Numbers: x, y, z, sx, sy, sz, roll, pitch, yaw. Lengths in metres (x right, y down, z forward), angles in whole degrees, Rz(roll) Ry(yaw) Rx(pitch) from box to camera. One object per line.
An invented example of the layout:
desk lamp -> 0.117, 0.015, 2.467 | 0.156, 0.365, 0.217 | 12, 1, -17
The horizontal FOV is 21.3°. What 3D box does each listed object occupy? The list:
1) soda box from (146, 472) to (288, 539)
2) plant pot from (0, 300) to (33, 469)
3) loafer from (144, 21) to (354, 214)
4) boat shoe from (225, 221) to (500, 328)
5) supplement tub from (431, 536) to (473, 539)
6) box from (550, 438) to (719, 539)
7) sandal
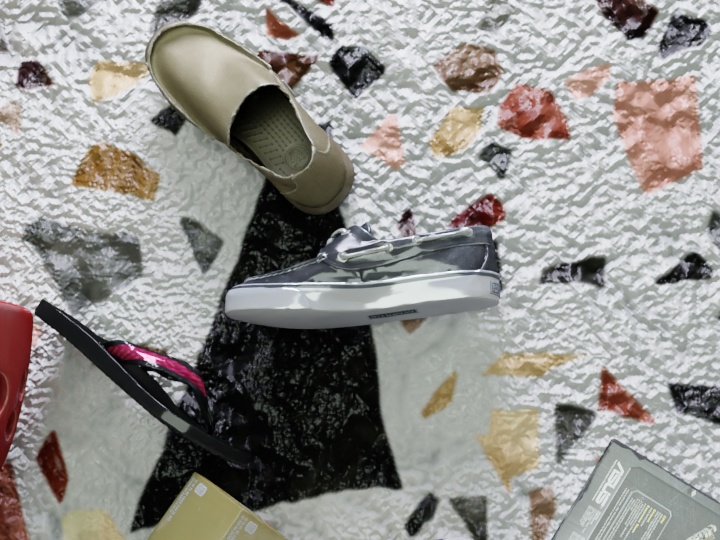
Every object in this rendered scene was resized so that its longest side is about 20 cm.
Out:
soda box -> -0.137, 0.247, 1.332 | 0.064, 0.068, 0.201 | 28, 81, 45
plant pot -> -0.335, 0.106, 1.350 | 0.198, 0.200, 0.185 | 2, 84, 10
loafer -> -0.085, -0.124, 1.427 | 0.200, 0.067, 0.076 | 38, 85, 16
boat shoe -> 0.000, 0.000, 1.379 | 0.198, 0.072, 0.068 | -6, 77, 6
supplement tub -> -0.009, 0.255, 1.241 | 0.198, 0.145, 0.147 | -10, 74, 18
box -> 0.188, 0.240, 1.297 | 0.158, 0.048, 0.201 | 30, 84, 15
sandal -> -0.153, 0.071, 1.387 | 0.199, 0.075, 0.045 | 38, 85, 19
